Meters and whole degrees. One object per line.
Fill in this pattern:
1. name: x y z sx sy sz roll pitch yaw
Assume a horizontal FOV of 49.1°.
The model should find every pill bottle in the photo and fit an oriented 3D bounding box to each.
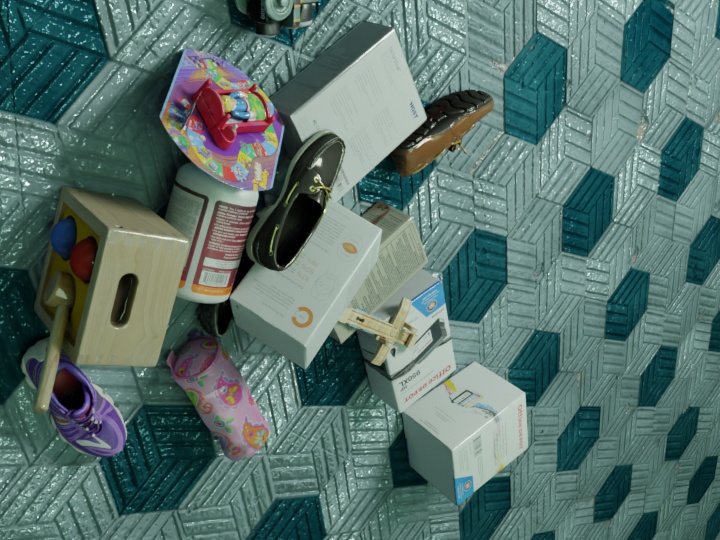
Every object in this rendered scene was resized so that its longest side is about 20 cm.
1. pill bottle: -0.193 -0.070 1.009 0.108 0.109 0.204 9 104 -42

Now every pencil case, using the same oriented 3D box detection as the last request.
1. pencil case: -0.203 0.186 1.145 0.087 0.087 0.202 -39 130 -19

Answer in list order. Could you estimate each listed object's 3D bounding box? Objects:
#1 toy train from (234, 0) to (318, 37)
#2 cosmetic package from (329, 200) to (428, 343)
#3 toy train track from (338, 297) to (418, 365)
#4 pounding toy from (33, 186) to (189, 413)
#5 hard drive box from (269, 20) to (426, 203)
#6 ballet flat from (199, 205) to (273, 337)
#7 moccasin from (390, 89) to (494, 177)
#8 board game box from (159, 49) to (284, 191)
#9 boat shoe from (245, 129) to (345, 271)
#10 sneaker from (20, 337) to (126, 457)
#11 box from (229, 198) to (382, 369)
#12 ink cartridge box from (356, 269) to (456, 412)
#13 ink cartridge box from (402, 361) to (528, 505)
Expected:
1. toy train: -0.094 -0.392 0.964 0.113 0.084 0.204 -23 125 -42
2. cosmetic package: 0.000 0.000 1.225 0.199 0.087 0.104 -41 133 -20
3. toy train track: 0.031 0.090 1.212 0.199 0.032 0.116 25 93 -46
4. pounding toy: -0.308 0.030 0.904 0.140 0.183 0.204 8 105 -42
5. hard drive box: -0.016 -0.223 1.111 0.200 0.076 0.157 -42 132 -17
6. ballet flat: -0.160 0.003 1.109 0.066 0.056 0.203 27 91 -46
7. moccasin: 0.134 -0.217 1.248 0.201 0.073 0.078 -42 141 -22
8. board game box: -0.149 -0.190 0.941 0.157 0.203 0.039 33 132 -27
9. boat shoe: -0.071 -0.090 1.027 0.072 0.060 0.203 38 79 -45
10. sneaker: -0.359 0.178 1.002 0.080 0.083 0.202 -39 132 -18
11. box: -0.073 0.010 1.093 0.201 0.123 0.098 -55 169 -23
12. ink cartridge box: 0.078 0.117 1.350 0.143 0.084 0.203 -32 129 -24
13. ink cartridge box: 0.202 0.305 1.506 0.198 0.144 0.150 -28 127 -27
